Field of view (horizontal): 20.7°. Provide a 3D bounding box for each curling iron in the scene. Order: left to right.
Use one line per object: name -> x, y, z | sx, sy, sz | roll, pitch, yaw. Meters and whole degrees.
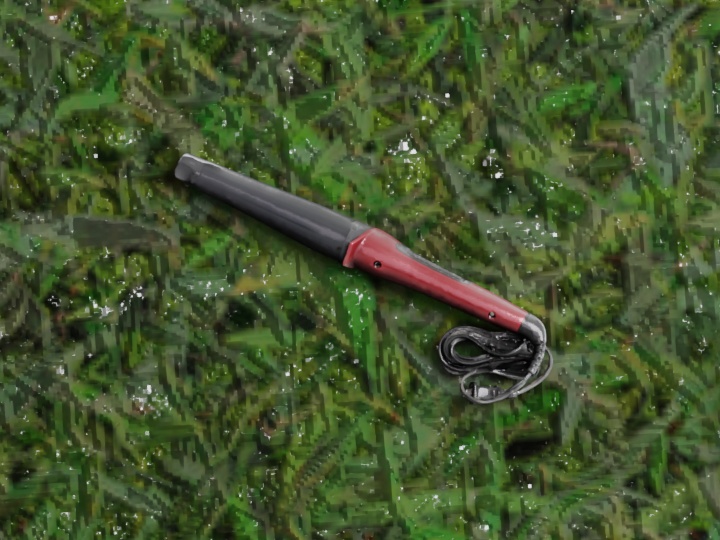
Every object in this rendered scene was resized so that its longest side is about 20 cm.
curling iron -> 0.000, 0.000, 0.915 | 0.199, 0.026, 0.050 | 32, 85, 3
